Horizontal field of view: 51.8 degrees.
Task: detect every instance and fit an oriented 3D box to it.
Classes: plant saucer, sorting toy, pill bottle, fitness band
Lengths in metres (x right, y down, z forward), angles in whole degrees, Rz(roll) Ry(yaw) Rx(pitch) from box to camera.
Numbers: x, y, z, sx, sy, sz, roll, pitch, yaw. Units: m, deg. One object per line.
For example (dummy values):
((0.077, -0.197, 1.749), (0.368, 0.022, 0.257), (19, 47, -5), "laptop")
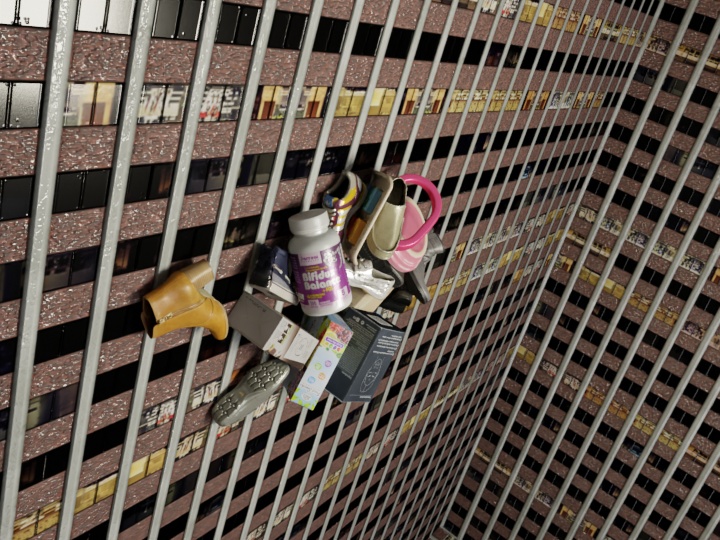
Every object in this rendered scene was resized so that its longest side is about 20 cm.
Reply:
((0.106, -0.100, 1.802), (0.200, 0.050, 0.204), (29, 55, -50), "plant saucer")
((0.005, -0.124, 1.645), (0.203, 0.036, 0.185), (-66, -166, 7), "sorting toy")
((-0.088, -0.019, 1.531), (0.112, 0.111, 0.204), (-30, 114, -45), "pill bottle")
((0.103, -0.137, 1.720), (0.200, 0.143, 0.038), (-48, 174, -23), "fitness band")

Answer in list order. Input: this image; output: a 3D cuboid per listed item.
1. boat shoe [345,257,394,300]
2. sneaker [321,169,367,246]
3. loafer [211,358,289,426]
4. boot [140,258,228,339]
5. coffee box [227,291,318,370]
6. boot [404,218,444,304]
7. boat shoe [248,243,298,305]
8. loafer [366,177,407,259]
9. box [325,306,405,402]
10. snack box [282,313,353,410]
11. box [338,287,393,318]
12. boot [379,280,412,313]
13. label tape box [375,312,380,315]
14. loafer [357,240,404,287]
((0.000, 0.000, 1.746), (0.198, 0.071, 0.070), (26, 114, -38), "boat shoe")
((-0.061, -0.119, 1.594), (0.090, 0.074, 0.203), (34, 79, -57), "sneaker")
((-0.239, 0.268, 1.636), (0.199, 0.070, 0.070), (-36, 158, -9), "loafer")
((-0.319, 0.083, 1.336), (0.143, 0.070, 0.204), (-37, 143, -29), "boot")
((-0.182, 0.130, 1.566), (0.081, 0.112, 0.200), (-56, 153, -6), "coffee box")
((0.166, -0.027, 1.907), (0.130, 0.203, 0.070), (-24, 176, -15), "boot")
((-0.165, 0.010, 1.531), (0.200, 0.073, 0.094), (51, 54, -74), "boat shoe")
((0.061, -0.124, 1.648), (0.068, 0.074, 0.204), (130, -30, -65), "loafer")
((-0.002, 0.207, 1.799), (0.203, 0.106, 0.148), (-62, 152, 4), "box")
((-0.106, 0.195, 1.718), (0.202, 0.067, 0.169), (-61, -161, 4), "snack box")
((0.015, 0.043, 1.876), (0.200, 0.077, 0.096), (-47, 150, -26), "box")
((0.114, 0.016, 2.019), (0.200, 0.068, 0.177), (146, -40, -64), "boot")
((0.006, 0.221, 1.967), (0.203, 0.062, 0.144), (-66, -163, 11), "label tape box")
((0.043, -0.047, 1.799), (0.201, 0.072, 0.072), (55, 38, -30), "loafer")
